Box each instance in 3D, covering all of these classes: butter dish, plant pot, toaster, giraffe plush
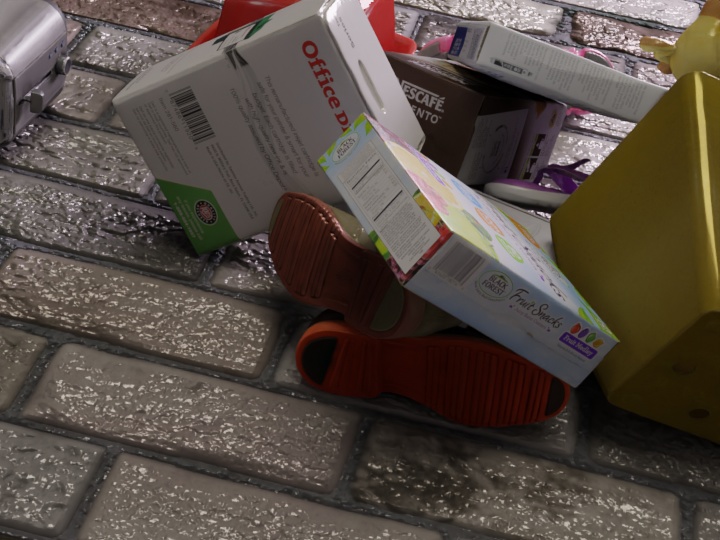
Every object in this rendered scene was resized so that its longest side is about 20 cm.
[{"bbox_3d":[-0.050,-0.259,1.477,0.198,0.149,0.200,18,34,11],"label":"butter dish"},{"bbox_3d":[0.268,0.012,1.101,0.199,0.200,0.177,20,50,-16],"label":"plant pot"},{"bbox_3d":[-0.360,-0.183,1.318,0.199,0.114,0.129,14,36,3],"label":"toaster"},{"bbox_3d":[0.339,-0.188,1.299,0.200,0.173,0.162,-40,20,-15],"label":"giraffe plush"}]

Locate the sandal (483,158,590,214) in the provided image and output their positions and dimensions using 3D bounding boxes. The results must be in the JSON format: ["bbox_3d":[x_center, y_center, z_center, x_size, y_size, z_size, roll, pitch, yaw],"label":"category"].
[{"bbox_3d":[0.190,-0.071,1.313,0.201,0.050,0.082,6,-1,-33],"label":"sandal"}]

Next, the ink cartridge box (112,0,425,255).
[{"bbox_3d":[-0.069,-0.117,1.186,0.199,0.147,0.084,-18,22,26],"label":"ink cartridge box"}]

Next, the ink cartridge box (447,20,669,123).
[{"bbox_3d":[0.180,-0.160,1.282,0.199,0.041,0.200,19,8,-5],"label":"ink cartridge box"}]

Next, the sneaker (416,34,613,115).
[{"bbox_3d":[0.150,-0.194,1.518,0.198,0.080,0.095,7,12,-5],"label":"sneaker"}]

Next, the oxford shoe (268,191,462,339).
[{"bbox_3d":[0.000,0.000,1.105,0.073,0.071,0.200,8,21,-38],"label":"oxford shoe"}]

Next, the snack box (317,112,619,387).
[{"bbox_3d":[0.075,-0.012,1.037,0.200,0.053,0.142,31,19,-42],"label":"snack box"}]

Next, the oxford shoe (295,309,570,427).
[{"bbox_3d":[0.056,0.060,1.109,0.198,0.072,0.073,13,29,5],"label":"oxford shoe"}]

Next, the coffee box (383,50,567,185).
[{"bbox_3d":[0.088,-0.132,1.327,0.114,0.080,0.200,25,15,23],"label":"coffee box"}]

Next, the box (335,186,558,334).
[{"bbox_3d":[0.070,-0.017,1.231,0.199,0.060,0.117,24,36,19],"label":"box"}]
